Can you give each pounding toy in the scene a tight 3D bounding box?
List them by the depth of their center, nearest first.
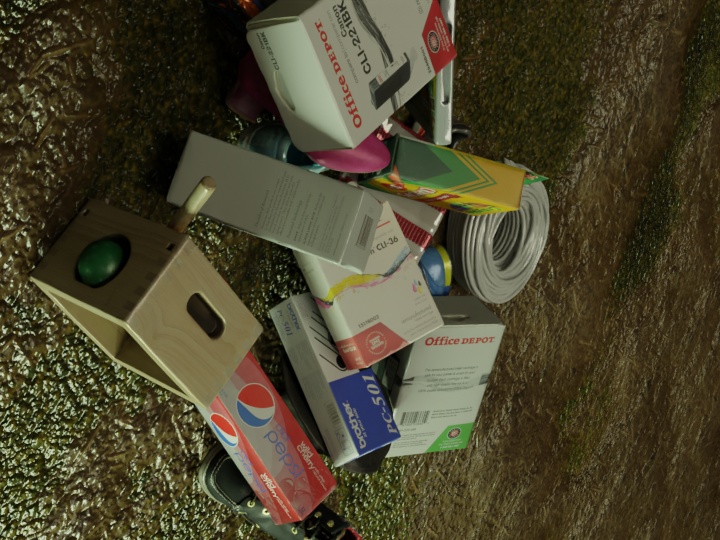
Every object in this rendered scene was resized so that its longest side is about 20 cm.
[{"bbox_3d":[-0.195,0.007,1.125,0.143,0.182,0.201,-55,139,-19],"label":"pounding toy"}]

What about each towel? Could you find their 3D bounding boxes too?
[{"bbox_3d":[0.032,-0.081,1.435,0.143,0.023,0.202,32,77,-12],"label":"towel"}]

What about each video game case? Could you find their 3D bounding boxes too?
[{"bbox_3d":[0.077,-0.264,1.363,0.022,0.200,0.185,-4,113,-10],"label":"video game case"}]

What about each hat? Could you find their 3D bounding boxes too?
[{"bbox_3d":[-0.048,0.170,1.449,0.200,0.080,0.203,34,42,-36],"label":"hat"}]

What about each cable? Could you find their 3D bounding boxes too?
[{"bbox_3d":[0.199,-0.056,1.683,0.199,0.069,0.203,14,95,-53],"label":"cable"}]

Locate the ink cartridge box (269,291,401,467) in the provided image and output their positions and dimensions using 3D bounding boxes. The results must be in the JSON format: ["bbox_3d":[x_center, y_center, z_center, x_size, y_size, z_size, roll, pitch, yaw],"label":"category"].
[{"bbox_3d":[-0.029,0.124,1.393,0.093,0.044,0.203,-12,75,-55],"label":"ink cartridge box"}]

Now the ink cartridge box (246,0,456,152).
[{"bbox_3d":[-0.005,-0.234,1.190,0.200,0.083,0.146,-44,122,-35],"label":"ink cartridge box"}]

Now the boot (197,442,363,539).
[{"bbox_3d":[-0.091,0.283,1.394,0.074,0.152,0.204,-58,141,-15],"label":"boot"}]

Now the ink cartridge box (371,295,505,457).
[{"bbox_3d":[0.093,0.139,1.555,0.144,0.084,0.203,0,119,-31],"label":"ink cartridge box"}]

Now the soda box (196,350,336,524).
[{"bbox_3d":[-0.114,0.186,1.320,0.070,0.063,0.202,-38,97,-36],"label":"soda box"}]

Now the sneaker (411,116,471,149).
[{"bbox_3d":[0.082,-0.113,1.491,0.203,0.081,0.077,-66,159,-6],"label":"sneaker"}]

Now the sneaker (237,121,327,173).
[{"bbox_3d":[-0.045,-0.139,1.333,0.198,0.081,0.075,-21,122,-45],"label":"sneaker"}]

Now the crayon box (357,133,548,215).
[{"bbox_3d":[0.109,-0.107,1.386,0.197,0.127,0.052,13,85,-18],"label":"crayon box"}]

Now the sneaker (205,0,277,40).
[{"bbox_3d":[-0.082,-0.259,1.247,0.079,0.074,0.200,-62,143,-16],"label":"sneaker"}]

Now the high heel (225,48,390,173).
[{"bbox_3d":[-0.041,-0.173,1.235,0.198,0.096,0.068,28,51,-15],"label":"high heel"}]

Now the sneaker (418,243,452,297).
[{"bbox_3d":[0.082,0.060,1.601,0.077,0.066,0.203,-18,123,-24],"label":"sneaker"}]

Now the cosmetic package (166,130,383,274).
[{"bbox_3d":[-0.086,-0.069,1.199,0.113,0.197,0.083,24,84,-76],"label":"cosmetic package"}]

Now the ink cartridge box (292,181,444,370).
[{"bbox_3d":[0.000,0.000,1.366,0.115,0.067,0.203,-26,91,-22],"label":"ink cartridge box"}]
